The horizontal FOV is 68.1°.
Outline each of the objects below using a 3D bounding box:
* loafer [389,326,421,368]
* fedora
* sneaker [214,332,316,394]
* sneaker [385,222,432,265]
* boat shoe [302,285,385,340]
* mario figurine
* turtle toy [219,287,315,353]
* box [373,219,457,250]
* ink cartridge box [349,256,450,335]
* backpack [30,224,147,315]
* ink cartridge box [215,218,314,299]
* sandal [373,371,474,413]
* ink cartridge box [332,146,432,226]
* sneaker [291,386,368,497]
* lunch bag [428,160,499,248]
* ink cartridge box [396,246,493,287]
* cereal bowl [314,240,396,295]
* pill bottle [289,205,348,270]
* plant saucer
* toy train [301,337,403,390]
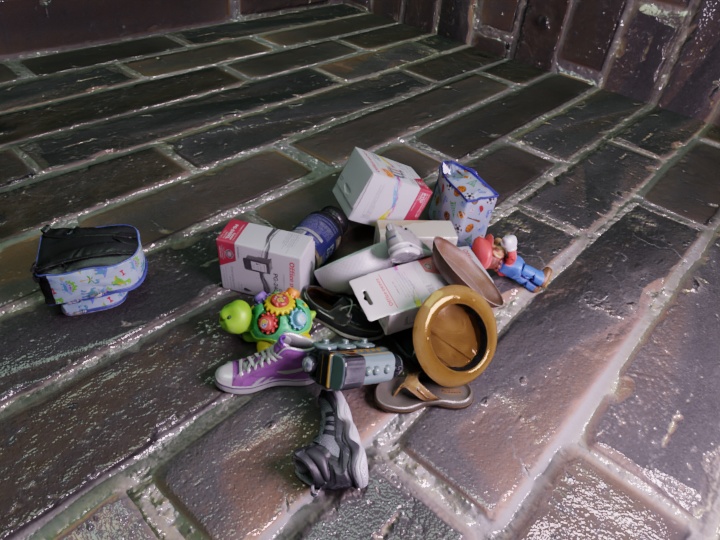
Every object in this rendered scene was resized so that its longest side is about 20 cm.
[{"bbox_3d":[0.088,0.116,1.120,0.070,0.068,0.201,28,23,-42],"label":"loafer"},{"bbox_3d":[0.171,0.123,1.029,0.198,0.203,0.082,-14,9,-23],"label":"fedora"},{"bbox_3d":[-0.178,0.164,1.003,0.198,0.115,0.073,-6,42,-13],"label":"sneaker"},{"bbox_3d":[0.104,-0.058,1.136,0.074,0.200,0.083,-21,79,14],"label":"sneaker"},{"bbox_3d":[-0.037,0.092,1.148,0.198,0.068,0.072,22,42,16],"label":"boat shoe"},{"bbox_3d":[0.363,-0.033,1.286,0.198,0.124,0.106,28,30,-4],"label":"mario figurine"},{"bbox_3d":[-0.187,0.098,1.091,0.198,0.102,0.146,-8,41,-17],"label":"turtle toy"},{"bbox_3d":[0.136,-0.070,1.347,0.197,0.096,0.078,1,38,-9],"label":"box"},{"bbox_3d":[0.084,0.055,1.091,0.198,0.068,0.117,-14,49,-18],"label":"ink cartridge box"},{"bbox_3d":[-0.562,-0.009,1.136,0.198,0.148,0.184,-11,41,-14],"label":"backpack"},{"bbox_3d":[-0.208,-0.016,1.192,0.198,0.146,0.084,13,41,10],"label":"ink cartridge box"},{"bbox_3d":[0.122,0.226,1.011,0.197,0.055,0.082,3,39,-4],"label":"sandal"},{"bbox_3d":[0.054,-0.209,1.415,0.198,0.145,0.146,11,33,-34],"label":"ink cartridge box"},{"bbox_3d":[-0.065,0.284,0.900,0.112,0.076,0.201,-11,40,-16],"label":"sneaker"},{"bbox_3d":[0.263,-0.179,1.435,0.122,0.172,0.200,-11,41,-24],"label":"lunch bag"},{"bbox_3d":[0.188,0.025,1.244,0.197,0.084,0.147,-7,41,-16],"label":"ink cartridge box"},{"bbox_3d":[0.000,0.000,1.205,0.198,0.084,0.200,-23,3,1],"label":"cereal bowl"},{"bbox_3d":[-0.111,-0.076,1.307,0.111,0.113,0.200,21,41,18],"label":"pill bottle"},{"bbox_3d":[0.217,0.011,1.116,0.200,0.037,0.201,36,22,-17],"label":"plant saucer"},{"bbox_3d":[-0.010,0.175,0.981,0.113,0.086,0.199,10,2,44],"label":"toy train"}]
